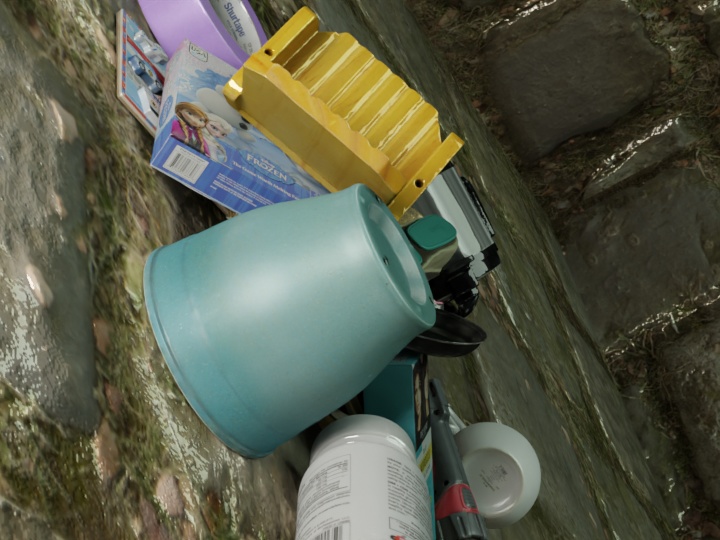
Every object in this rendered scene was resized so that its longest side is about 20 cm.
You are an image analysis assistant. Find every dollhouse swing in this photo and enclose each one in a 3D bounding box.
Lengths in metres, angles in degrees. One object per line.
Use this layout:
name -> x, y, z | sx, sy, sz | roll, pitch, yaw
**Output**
dollhouse swing -> -0.002, -0.156, 1.150 | 0.200, 0.182, 0.176 | 41, -24, 1

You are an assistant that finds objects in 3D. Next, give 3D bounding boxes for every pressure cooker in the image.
pressure cooker -> 0.084, -0.025, 1.651 | 0.200, 0.178, 0.176 | 62, 29, 0

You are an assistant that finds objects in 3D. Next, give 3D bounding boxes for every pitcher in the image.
pitcher -> 0.136, 0.222, 1.518 | 0.172, 0.121, 0.200 | 46, 3, 5

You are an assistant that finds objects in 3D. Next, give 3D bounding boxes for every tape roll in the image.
tape roll -> -0.175, -0.283, 1.436 | 0.200, 0.065, 0.200 | 56, 16, -25

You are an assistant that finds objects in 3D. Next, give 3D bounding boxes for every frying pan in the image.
frying pan -> 0.029, 0.050, 1.172 | 0.189, 0.031, 0.115 | 6, 15, -29

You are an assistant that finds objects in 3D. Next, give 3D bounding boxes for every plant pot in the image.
plant pot -> -0.048, 0.026, 1.063 | 0.200, 0.188, 0.200 | 55, 16, -24

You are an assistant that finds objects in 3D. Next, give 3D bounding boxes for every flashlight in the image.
flashlight -> 0.084, 0.222, 1.401 | 0.068, 0.067, 0.200 | 90, -15, -51

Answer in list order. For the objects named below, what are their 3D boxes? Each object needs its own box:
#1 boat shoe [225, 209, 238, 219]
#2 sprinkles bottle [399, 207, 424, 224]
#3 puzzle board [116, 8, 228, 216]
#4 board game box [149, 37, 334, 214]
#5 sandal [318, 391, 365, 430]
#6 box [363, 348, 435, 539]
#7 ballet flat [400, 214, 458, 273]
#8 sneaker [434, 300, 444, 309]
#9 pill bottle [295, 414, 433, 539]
boat shoe -> -0.079, 0.003, 1.225 | 0.201, 0.073, 0.063 | 65, 15, 6
sprinkles bottle -> 0.000, 0.000, 1.339 | 0.200, 0.068, 0.068 | -41, 104, -47
puzzle board -> -0.179, -0.155, 1.282 | 0.200, 0.017, 0.151 | 49, 19, -40
board game box -> -0.101, -0.119, 1.230 | 0.200, 0.043, 0.199 | 29, 28, -22
sandal -> -0.018, 0.134, 1.214 | 0.080, 0.054, 0.201 | -95, 174, -52
box -> 0.038, 0.174, 1.194 | 0.082, 0.049, 0.201 | -42, 131, -73
ballet flat -> 0.037, -0.013, 1.278 | 0.200, 0.069, 0.070 | -9, 71, -58
sneaker -> 0.037, 0.051, 1.358 | 0.079, 0.096, 0.200 | 27, -4, -19
pill bottle -> 0.003, 0.214, 1.043 | 0.114, 0.113, 0.200 | 55, 16, -24
